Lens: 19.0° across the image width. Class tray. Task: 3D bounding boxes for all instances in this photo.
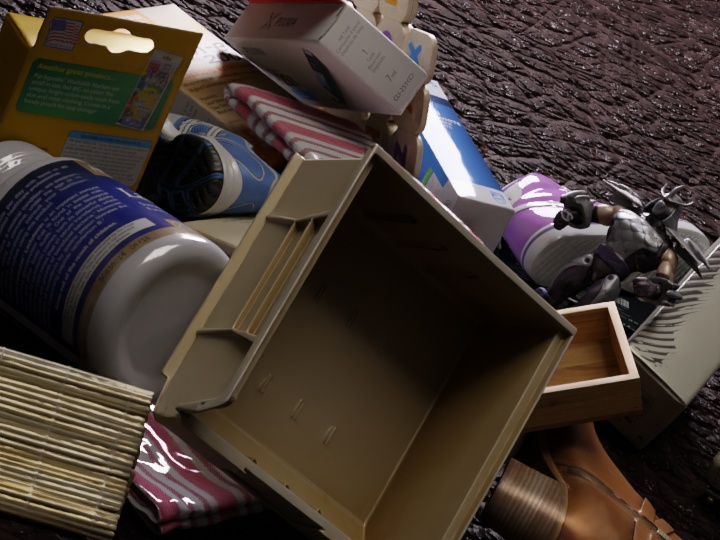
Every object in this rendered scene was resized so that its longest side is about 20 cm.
[{"bbox_3d":[0.095,0.078,1.540,0.198,0.037,0.099,-10,33,1],"label":"tray"}]

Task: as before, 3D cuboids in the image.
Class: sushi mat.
[{"bbox_3d":[-0.224,0.091,1.276,0.198,0.097,0.012,18,-14,-19],"label":"sushi mat"}]

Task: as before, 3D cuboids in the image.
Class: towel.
[{"bbox_3d":[-0.105,0.104,1.422,0.199,0.030,0.146,-8,44,-50],"label":"towel"},{"bbox_3d":[-0.008,-0.071,1.634,0.146,0.030,0.200,17,22,-48],"label":"towel"}]

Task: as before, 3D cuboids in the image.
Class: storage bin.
[{"bbox_3d":[0.001,0.061,1.345,0.200,0.199,0.093,41,-19,-30],"label":"storage bin"}]

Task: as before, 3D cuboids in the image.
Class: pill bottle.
[{"bbox_3d":[-0.180,-0.004,1.392,0.115,0.117,0.199,-3,26,-46],"label":"pill bottle"}]

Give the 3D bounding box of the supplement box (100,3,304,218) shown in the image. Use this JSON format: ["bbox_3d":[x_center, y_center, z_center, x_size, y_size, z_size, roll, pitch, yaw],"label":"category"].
[{"bbox_3d":[-0.131,-0.132,1.759,0.200,0.074,0.126,38,27,18],"label":"supplement box"}]

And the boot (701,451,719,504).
[{"bbox_3d":[0.327,0.194,1.631,0.154,0.072,0.200,36,23,14],"label":"boot"}]

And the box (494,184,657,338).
[{"bbox_3d":[0.197,0.016,1.844,0.199,0.046,0.159,25,27,-7],"label":"box"}]

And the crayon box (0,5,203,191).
[{"bbox_3d":[-0.205,-0.100,1.491,0.125,0.201,0.052,6,32,-37],"label":"crayon box"}]

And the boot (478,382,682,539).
[{"bbox_3d":[0.177,0.165,1.544,0.154,0.074,0.200,30,37,3],"label":"boot"}]

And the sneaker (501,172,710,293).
[{"bbox_3d":[0.200,-0.041,1.818,0.199,0.073,0.114,7,31,-35],"label":"sneaker"}]

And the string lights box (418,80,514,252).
[{"bbox_3d":[0.051,-0.071,1.795,0.059,0.103,0.201,12,31,-28],"label":"string lights box"}]

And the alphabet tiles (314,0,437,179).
[{"bbox_3d":[0.011,-0.151,1.773,0.014,0.202,0.195,0,15,-28],"label":"alphabet tiles"}]

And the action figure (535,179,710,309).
[{"bbox_3d":[0.186,0.005,1.683,0.130,0.200,0.069,43,-5,40],"label":"action figure"}]

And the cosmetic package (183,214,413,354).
[{"bbox_3d":[-0.031,0.025,1.515,0.199,0.074,0.103,20,17,33],"label":"cosmetic package"}]

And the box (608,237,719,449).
[{"bbox_3d":[0.267,0.050,1.733,0.068,0.082,0.200,43,49,4],"label":"box"}]

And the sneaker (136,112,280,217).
[{"bbox_3d":[-0.128,-0.077,1.633,0.076,0.076,0.200,10,13,-32],"label":"sneaker"}]

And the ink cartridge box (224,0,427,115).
[{"bbox_3d":[-0.059,-0.198,1.708,0.176,0.045,0.200,41,-11,-23],"label":"ink cartridge box"}]

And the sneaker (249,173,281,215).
[{"bbox_3d":[0.000,0.000,1.683,0.200,0.066,0.078,38,54,7],"label":"sneaker"}]
